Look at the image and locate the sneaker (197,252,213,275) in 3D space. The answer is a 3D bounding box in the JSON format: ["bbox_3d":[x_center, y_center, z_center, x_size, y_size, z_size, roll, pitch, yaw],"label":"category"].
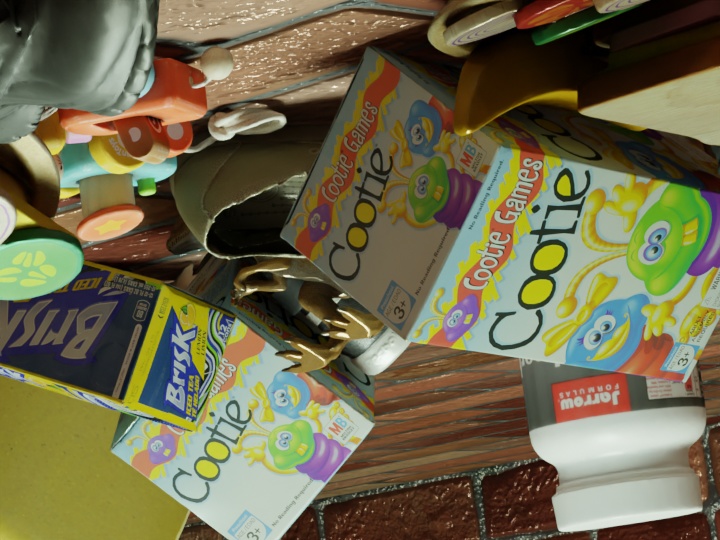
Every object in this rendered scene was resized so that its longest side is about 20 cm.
[{"bbox_3d":[-0.007,0.008,1.851,0.200,0.074,0.087,-5,173,-17],"label":"sneaker"}]

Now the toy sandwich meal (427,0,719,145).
[{"bbox_3d":[0.128,-0.094,1.276,0.205,0.070,0.205,-7,172,-1],"label":"toy sandwich meal"}]

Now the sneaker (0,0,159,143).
[{"bbox_3d":[-0.138,-0.089,1.090,0.091,0.076,0.200,5,165,-30],"label":"sneaker"}]

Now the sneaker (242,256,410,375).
[{"bbox_3d":[-0.015,-0.026,1.663,0.073,0.112,0.200,-47,-166,15],"label":"sneaker"}]

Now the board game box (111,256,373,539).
[{"bbox_3d":[-0.062,0.063,1.679,0.105,0.103,0.200,-50,-171,12],"label":"board game box"}]

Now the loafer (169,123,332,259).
[{"bbox_3d":[0.004,-0.036,1.493,0.200,0.067,0.076,-8,134,6],"label":"loafer"}]

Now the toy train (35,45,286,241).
[{"bbox_3d":[-0.109,-0.055,1.393,0.150,0.056,0.200,-9,171,14],"label":"toy train"}]

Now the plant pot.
[{"bbox_3d":[-0.228,0.109,1.896,0.200,0.194,0.195,35,152,-23],"label":"plant pot"}]

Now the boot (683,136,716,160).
[{"bbox_3d":[0.245,-0.069,1.565,0.155,0.074,0.200,-8,-176,13],"label":"boot"}]

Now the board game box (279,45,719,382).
[{"bbox_3d":[0.081,-0.023,1.406,0.200,0.105,0.103,9,-157,-44],"label":"board game box"}]

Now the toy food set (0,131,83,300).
[{"bbox_3d":[-0.226,-0.021,1.312,0.198,0.049,0.200,-25,148,19],"label":"toy food set"}]

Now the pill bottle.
[{"bbox_3d":[0.160,0.062,1.917,0.116,0.200,0.116,-8,171,-1],"label":"pill bottle"}]

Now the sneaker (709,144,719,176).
[{"bbox_3d":[0.251,-0.080,1.389,0.200,0.099,0.071,-10,170,11],"label":"sneaker"}]

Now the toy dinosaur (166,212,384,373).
[{"bbox_3d":[0.000,0.000,1.534,0.200,0.106,0.060,12,140,-5],"label":"toy dinosaur"}]

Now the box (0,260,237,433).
[{"bbox_3d":[-0.164,0.027,1.585,0.200,0.070,0.064,14,173,40],"label":"box"}]

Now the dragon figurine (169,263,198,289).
[{"bbox_3d":[-0.107,0.032,1.967,0.200,0.059,0.099,-6,171,-21],"label":"dragon figurine"}]
